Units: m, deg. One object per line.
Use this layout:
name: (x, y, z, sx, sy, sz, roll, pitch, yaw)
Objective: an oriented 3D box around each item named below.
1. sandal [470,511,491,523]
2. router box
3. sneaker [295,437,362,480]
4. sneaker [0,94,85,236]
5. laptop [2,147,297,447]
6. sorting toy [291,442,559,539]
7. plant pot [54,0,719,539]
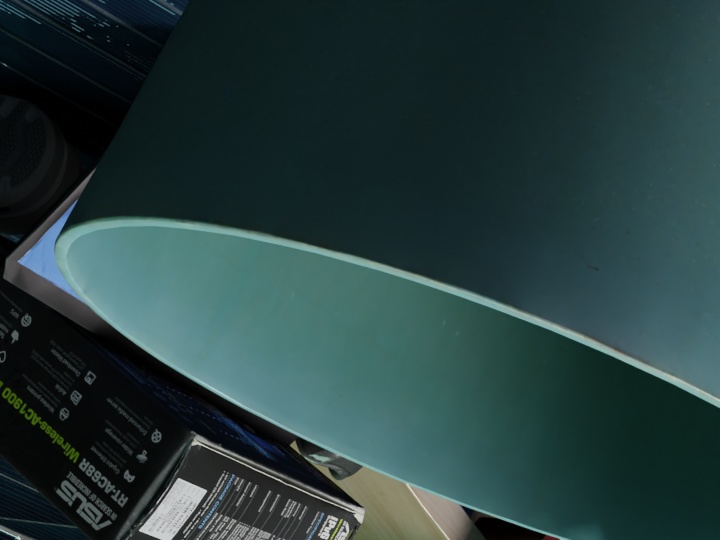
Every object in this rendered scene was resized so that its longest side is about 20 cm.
sandal: (0.146, 0.173, 1.285, 0.199, 0.082, 0.055, 32, 141, -12)
router box: (-0.111, 0.059, 0.913, 0.200, 0.062, 0.150, 37, -177, 33)
sneaker: (-0.060, 0.033, 1.009, 0.199, 0.085, 0.074, 22, 168, 36)
sneaker: (-0.211, -0.041, 0.998, 0.199, 0.075, 0.082, 11, 160, 32)
laptop: (0.000, 0.000, 0.803, 0.199, 0.104, 0.177, 6, 159, 45)
sorting toy: (0.022, 0.137, 1.203, 0.200, 0.070, 0.198, 53, 152, -20)
plant pot: (0.051, -0.038, 0.493, 0.199, 0.162, 0.201, 19, 165, 5)
